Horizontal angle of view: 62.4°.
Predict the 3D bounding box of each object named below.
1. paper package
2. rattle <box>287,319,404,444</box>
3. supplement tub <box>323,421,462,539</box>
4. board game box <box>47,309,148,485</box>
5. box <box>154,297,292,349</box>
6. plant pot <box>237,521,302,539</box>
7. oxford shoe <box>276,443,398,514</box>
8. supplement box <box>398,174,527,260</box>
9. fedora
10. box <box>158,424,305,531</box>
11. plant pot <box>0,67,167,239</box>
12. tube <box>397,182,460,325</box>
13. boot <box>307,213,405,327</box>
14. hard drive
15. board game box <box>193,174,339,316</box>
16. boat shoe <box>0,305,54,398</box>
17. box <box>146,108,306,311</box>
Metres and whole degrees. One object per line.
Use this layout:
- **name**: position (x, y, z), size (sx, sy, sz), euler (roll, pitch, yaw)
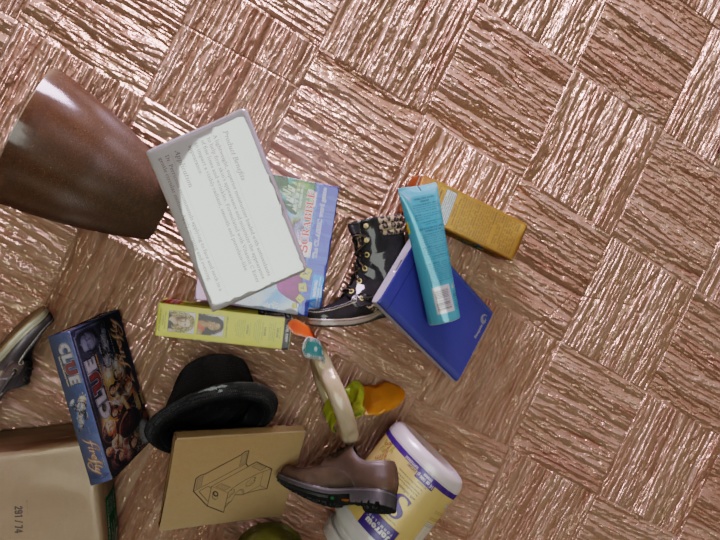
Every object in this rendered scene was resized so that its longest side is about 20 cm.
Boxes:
- **paper package**: position (-0.453, 0.333, 0.850), size (0.184, 0.103, 0.208), euler (-4, 94, -10)
- **rattle**: position (-0.015, 0.145, 0.894), size (0.138, 0.131, 0.206), euler (-16, 107, 1)
- **supplement tub**: position (0.049, 0.358, 0.921), size (0.145, 0.145, 0.202), euler (40, 87, -11)
- **board game box**: position (-0.359, 0.171, 0.836), size (0.033, 0.136, 0.207), euler (-12, 97, 6)
- **box**: position (-0.201, 0.080, 0.891), size (0.193, 0.075, 0.052), euler (7, 91, -9)
- **plant pot**: position (-0.134, 0.478, 0.873), size (0.193, 0.193, 0.208), euler (-1, 95, -10)
- **oxford shoe**: position (-0.033, 0.300, 0.873), size (0.193, 0.073, 0.087), euler (-2, 57, 21)
- **supplement box**: position (0.163, -0.083, 0.947), size (0.194, 0.066, 0.071), euler (21, 91, -10)
- **fedora**: position (-0.220, 0.189, 0.874), size (0.194, 0.204, 0.094), euler (-12, 53, -9)
- **box**: position (-0.190, 0.307, 0.883), size (0.194, 0.021, 0.168), euler (5, 112, -30)
- **plant pot**: position (-0.357, -0.132, 0.805), size (0.197, 0.186, 0.191), euler (29, 89, -24)
- **tube**: position (0.105, -0.025, 0.882), size (0.076, 0.050, 0.207), euler (-14, 94, -39)
- **boot**: position (0.000, 0.000, 0.911), size (0.194, 0.073, 0.156), euler (-11, 95, -24)
- **hard drive**: position (0.118, 0.058, 0.930), size (0.200, 0.025, 0.134), euler (44, 68, -24)
- **board game box**: position (-0.142, -0.043, 0.907), size (0.192, 0.041, 0.208), euler (8, 93, -11)
- **boat shoe**: position (-0.501, 0.142, 0.847), size (0.065, 0.072, 0.201), euler (42, 84, -22)
- **box**: position (-0.165, -0.076, 0.779), size (0.127, 0.200, 0.205), euler (-22, 97, -5)
